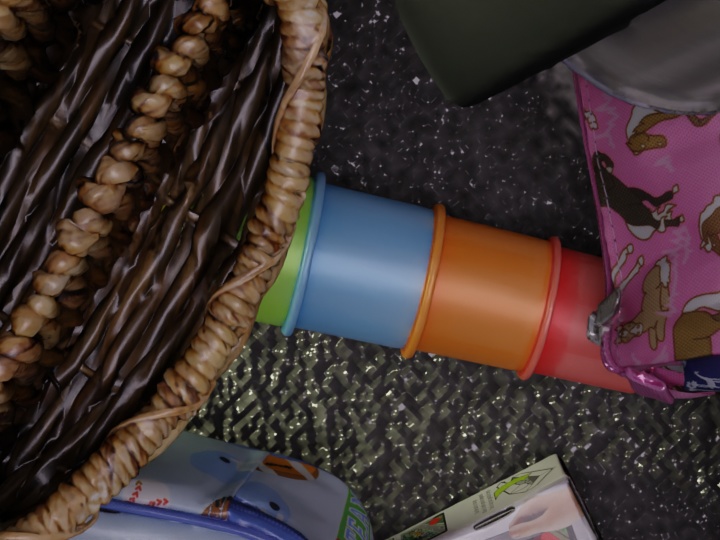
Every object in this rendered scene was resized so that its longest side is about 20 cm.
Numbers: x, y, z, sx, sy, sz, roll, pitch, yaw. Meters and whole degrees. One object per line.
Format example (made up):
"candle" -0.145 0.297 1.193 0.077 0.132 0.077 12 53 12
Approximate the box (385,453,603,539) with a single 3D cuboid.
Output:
"box" 0.063 0.175 0.839 0.110 0.035 0.201 -26 98 3

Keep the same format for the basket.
"basket" -0.093 -0.017 0.668 0.142 0.149 0.201 31 88 1

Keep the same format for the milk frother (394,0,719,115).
"milk frother" 0.085 -0.150 0.624 0.180 0.188 0.201 -11 85 -24

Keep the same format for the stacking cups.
"stacking cups" 0.000 0.000 0.798 0.199 0.061 0.061 13 98 -2

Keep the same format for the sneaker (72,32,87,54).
"sneaker" -0.085 -0.108 0.780 0.199 0.075 0.085 -23 95 -5

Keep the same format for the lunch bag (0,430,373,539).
"lunch bag" -0.093 0.126 0.791 0.199 0.076 0.161 13 108 10

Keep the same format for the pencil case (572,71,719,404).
"pencil case" 0.103 -0.062 0.763 0.086 0.083 0.201 -4 83 -39
